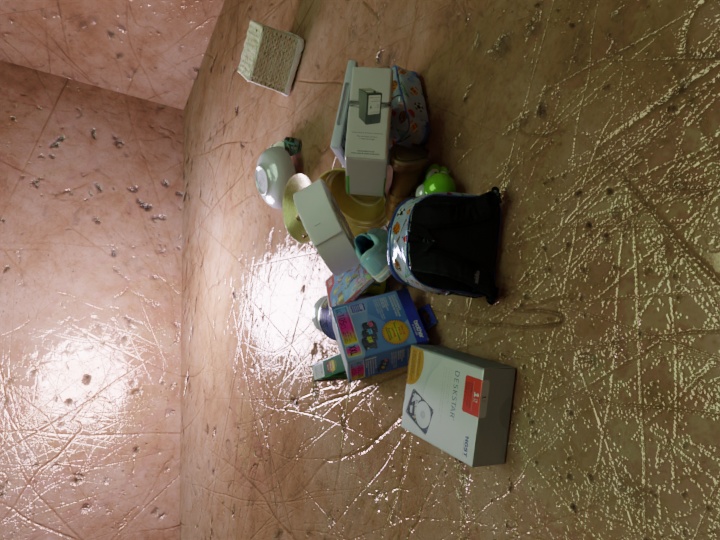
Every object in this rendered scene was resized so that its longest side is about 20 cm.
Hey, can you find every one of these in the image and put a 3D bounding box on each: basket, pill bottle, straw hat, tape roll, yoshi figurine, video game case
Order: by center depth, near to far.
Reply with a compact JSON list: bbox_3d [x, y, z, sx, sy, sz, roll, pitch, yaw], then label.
[{"bbox_3d":[0.133,-0.106,1.044,0.111,0.111,0.204,18,97,43],"label":"yoshi figurine"},{"bbox_3d":[-0.068,-0.092,1.162,0.070,0.203,0.204,-26,50,5],"label":"tape roll"},{"bbox_3d":[-0.022,-0.333,1.192,0.200,0.022,0.186,23,-101,-81],"label":"video game case"},{"bbox_3d":[0.000,0.000,1.194,0.200,0.017,0.144,-43,28,15],"label":"video game case"},{"bbox_3d":[-0.031,0.111,1.252,0.199,0.114,0.118,2,85,59],"label":"pill bottle"},{"bbox_3d":[-0.138,-0.173,1.529,0.199,0.084,0.206,9,102,52],"label":"straw hat"},{"bbox_3d":[-0.318,-0.752,1.891,0.199,0.158,0.203,51,124,52],"label":"basket"}]

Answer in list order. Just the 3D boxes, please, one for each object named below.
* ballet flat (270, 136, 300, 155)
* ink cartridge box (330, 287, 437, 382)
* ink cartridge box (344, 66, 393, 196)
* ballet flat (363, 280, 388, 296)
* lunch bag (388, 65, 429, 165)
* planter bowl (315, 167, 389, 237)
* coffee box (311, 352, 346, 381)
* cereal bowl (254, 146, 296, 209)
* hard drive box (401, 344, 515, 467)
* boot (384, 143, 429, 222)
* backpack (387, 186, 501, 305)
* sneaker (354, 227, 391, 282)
[{"bbox_3d":[-0.270,-0.412,1.822,0.199,0.073,0.076,-8,77,59],"label":"ballet flat"},{"bbox_3d":[0.051,0.121,1.070,0.077,0.196,0.138,89,164,-49],"label":"ink cartridge box"},{"bbox_3d":[0.018,-0.272,1.066,0.146,0.082,0.204,90,-175,-70],"label":"ink cartridge box"},{"bbox_3d":[-0.010,0.026,1.282,0.199,0.066,0.068,5,88,60],"label":"ballet flat"},{"bbox_3d":[0.078,-0.344,1.211,0.160,0.074,0.204,-40,51,52],"label":"lunch bag"},{"bbox_3d":[-0.005,-0.174,1.262,0.200,0.200,0.084,-38,16,50],"label":"planter bowl"},{"bbox_3d":[-0.015,0.208,1.193,0.199,0.121,0.045,-32,62,53],"label":"coffee box"},{"bbox_3d":[-0.288,-0.299,1.758,0.199,0.082,0.204,26,123,48],"label":"cereal bowl"},{"bbox_3d":[0.164,0.225,0.935,0.199,0.075,0.160,6,89,59],"label":"hard drive box"},{"bbox_3d":[0.079,-0.172,1.090,0.200,0.075,0.158,-58,-9,-69],"label":"boot"},{"bbox_3d":[0.138,-0.048,0.928,0.153,0.187,0.205,-6,79,58],"label":"backpack"},{"bbox_3d":[0.024,-0.057,1.112,0.074,0.082,0.201,-41,22,11],"label":"sneaker"}]
